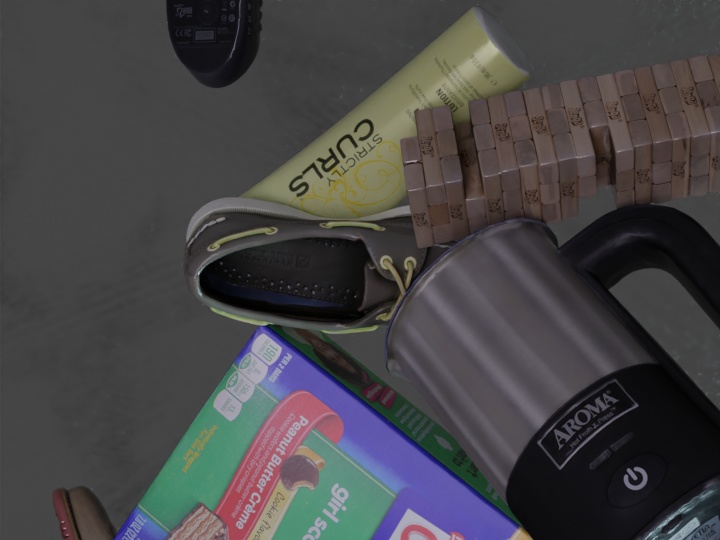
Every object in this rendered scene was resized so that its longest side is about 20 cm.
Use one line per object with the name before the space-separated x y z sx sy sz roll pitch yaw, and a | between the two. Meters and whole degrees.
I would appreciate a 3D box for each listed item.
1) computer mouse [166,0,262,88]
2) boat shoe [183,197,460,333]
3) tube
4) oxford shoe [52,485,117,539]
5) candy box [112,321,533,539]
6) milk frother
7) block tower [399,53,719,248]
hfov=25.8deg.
computer mouse | -0.079 -0.207 0.913 0.058 0.034 0.203 6 94 29
boat shoe | 0.000 0.003 0.882 0.199 0.060 0.073 5 117 -3
tube | 0.010 -0.065 0.900 0.200 0.052 0.058 -40 60 20
oxford shoe | -0.120 0.211 0.970 0.074 0.070 0.201 -32 88 -11
candy box | -0.018 0.151 0.921 0.199 0.077 0.170 37 104 5
milk frother | 0.137 0.089 0.846 0.179 0.201 0.189 -28 55 -16
block tower | 0.121 -0.066 0.841 0.197 0.058 0.055 -10 55 3
